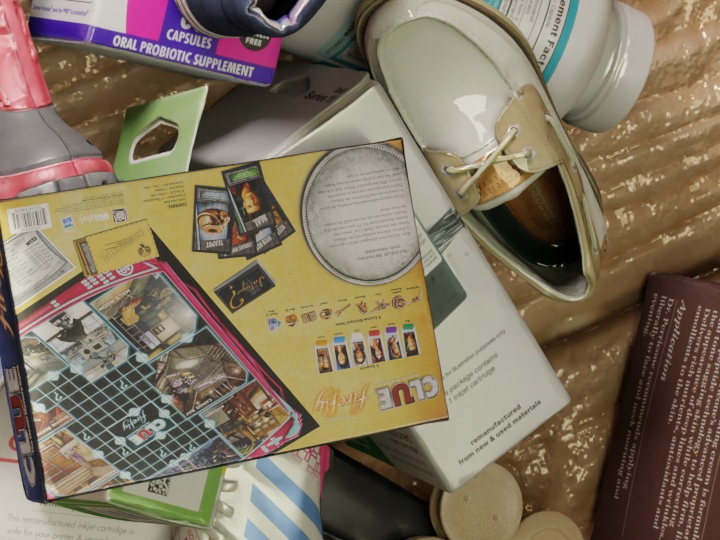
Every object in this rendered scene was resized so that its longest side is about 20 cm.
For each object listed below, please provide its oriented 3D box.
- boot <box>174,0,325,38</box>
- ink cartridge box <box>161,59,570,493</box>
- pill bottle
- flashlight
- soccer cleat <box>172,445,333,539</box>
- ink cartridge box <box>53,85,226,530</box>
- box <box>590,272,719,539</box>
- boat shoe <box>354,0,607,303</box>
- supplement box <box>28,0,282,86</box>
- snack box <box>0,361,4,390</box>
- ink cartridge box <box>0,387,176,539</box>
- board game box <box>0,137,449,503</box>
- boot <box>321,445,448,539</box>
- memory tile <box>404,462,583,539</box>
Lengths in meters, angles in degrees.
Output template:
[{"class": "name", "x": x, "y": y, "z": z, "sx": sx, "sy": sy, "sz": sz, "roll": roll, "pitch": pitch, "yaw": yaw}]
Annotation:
[{"class": "boot", "x": -0.011, "y": -0.194, "z": 1.236, "sx": 0.073, "sy": 0.090, "sz": 0.200, "roll": 29, "pitch": 85, "yaw": -26}, {"class": "ink cartridge box", "x": 0.000, "y": 0.000, "z": 1.349, "sx": 0.083, "sy": 0.147, "sz": 0.200, "roll": -36, "pitch": 108, "yaw": -14}, {"class": "pill bottle", "x": 0.051, "y": -0.136, "z": 1.369, "sx": 0.200, "sy": 0.111, "sz": 0.111, "roll": 20, "pitch": 89, "yaw": -25}, {"class": "flashlight", "x": -0.164, "y": -0.097, "z": 1.257, "sx": 0.068, "sy": 0.068, "sz": 0.200, "roll": -20, "pitch": 78, "yaw": 11}, {"class": "soccer cleat", "x": -0.059, "y": 0.103, "z": 1.318, "sx": 0.086, "sy": 0.070, "sz": 0.200, "roll": -15, "pitch": 102, "yaw": -34}, {"class": "ink cartridge box", "x": -0.091, "y": 0.020, "z": 1.273, "sx": 0.059, "sy": 0.104, "sz": 0.200, "roll": 16, "pitch": 80, "yaw": -23}, {"class": "box", "x": 0.253, "y": 0.105, "z": 1.442, "sx": 0.164, "sy": 0.200, "sz": 0.166, "roll": 12, "pitch": 93, "yaw": -24}, {"class": "boat shoe", "x": 0.068, "y": -0.062, "z": 1.317, "sx": 0.075, "sy": 0.068, "sz": 0.200, "roll": -30, "pitch": 129, "yaw": 17}, {"class": "supplement box", "x": -0.084, "y": -0.200, "z": 1.308, "sx": 0.101, "sy": 0.103, "sz": 0.200, "roll": 11, "pitch": 92, "yaw": -25}, {"class": "snack box", "x": -0.245, "y": -0.010, "z": 1.260, "sx": 0.200, "sy": 0.024, "sz": 0.072, "roll": 38, "pitch": 107, "yaw": -3}, {"class": "ink cartridge box", "x": -0.157, "y": 0.133, "z": 1.336, "sx": 0.116, "sy": 0.067, "sz": 0.200, "roll": 10, "pitch": 87, "yaw": -24}, {"class": "board game box", "x": -0.065, "y": 0.021, "z": 1.208, "sx": 0.200, "sy": 0.035, "sz": 0.136, "roll": -9, "pitch": 90, "yaw": -24}, {"class": "boot", "x": -0.011, "y": 0.187, "z": 1.413, "sx": 0.200, "sy": 0.066, "sz": 0.165, "roll": 31, "pitch": 76, "yaw": -27}, {"class": "memory tile", "x": 0.086, "y": 0.210, "z": 1.420, "sx": 0.200, "sy": 0.017, "sz": 0.153, "roll": 41, "pitch": 74, "yaw": -20}]
